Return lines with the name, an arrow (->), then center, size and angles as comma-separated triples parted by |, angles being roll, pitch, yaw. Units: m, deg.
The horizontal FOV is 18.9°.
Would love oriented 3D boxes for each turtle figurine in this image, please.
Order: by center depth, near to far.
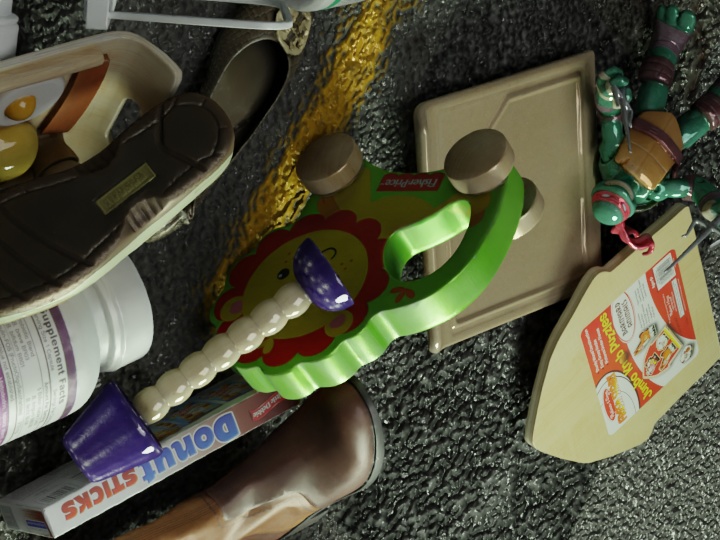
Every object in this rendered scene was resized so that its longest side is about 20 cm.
turtle figurine -> 0.221, -0.097, 1.615 | 0.150, 0.100, 0.201 | 42, 59, -18

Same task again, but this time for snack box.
snack box -> -0.137, 0.118, 1.414 | 0.199, 0.072, 0.025 | -27, 103, -31

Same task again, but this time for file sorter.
file sorter -> -0.093, -0.245, 1.266 | 0.123, 0.139, 0.202 | 5, 103, -5

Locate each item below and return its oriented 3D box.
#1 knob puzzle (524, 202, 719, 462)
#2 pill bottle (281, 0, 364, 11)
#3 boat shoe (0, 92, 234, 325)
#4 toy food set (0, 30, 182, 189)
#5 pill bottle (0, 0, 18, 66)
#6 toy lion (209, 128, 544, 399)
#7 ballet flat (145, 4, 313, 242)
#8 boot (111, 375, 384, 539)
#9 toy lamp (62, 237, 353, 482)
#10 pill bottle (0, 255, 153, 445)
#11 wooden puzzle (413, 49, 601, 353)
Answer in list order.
knob puzzle -> 0.195, 0.066, 1.700 | 0.218, 0.030, 0.221 | -24, 129, -33
pill bottle -> 0.030, -0.241, 1.418 | 0.199, 0.113, 0.114 | -17, 114, -36
boat shoe -> -0.158, -0.024, 1.256 | 0.199, 0.076, 0.072 | -30, 80, -12
toy food set -> -0.211, -0.058, 1.252 | 0.199, 0.144, 0.061 | -21, 72, -35
pill bottle -> -0.225, -0.218, 1.211 | 0.111, 0.112, 0.202 | -2, 104, -39
toy lion -> 0.000, 0.000, 1.419 | 0.069, 0.199, 0.193 | 54, 50, -38
ballet flat -> -0.087, -0.101, 1.406 | 0.201, 0.046, 0.067 | -54, 131, -14
boot -> -0.095, 0.147, 1.416 | 0.199, 0.188, 0.069 | -17, 75, -35
toy lamp -> -0.097, 0.060, 1.350 | 0.199, 0.058, 0.058 | -36, 126, -3
pill bottle -> -0.227, 0.049, 1.292 | 0.199, 0.112, 0.113 | -24, 118, -33
wooden puzzle -> 0.108, -0.054, 1.596 | 0.199, 0.037, 0.187 | -22, 117, -40
